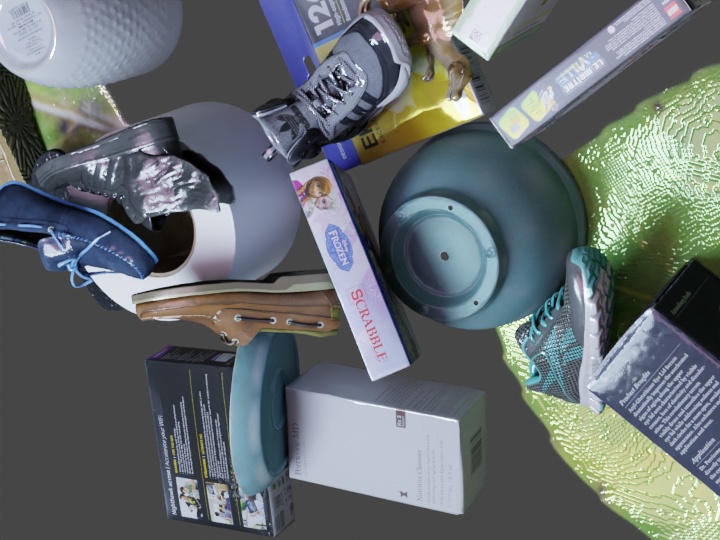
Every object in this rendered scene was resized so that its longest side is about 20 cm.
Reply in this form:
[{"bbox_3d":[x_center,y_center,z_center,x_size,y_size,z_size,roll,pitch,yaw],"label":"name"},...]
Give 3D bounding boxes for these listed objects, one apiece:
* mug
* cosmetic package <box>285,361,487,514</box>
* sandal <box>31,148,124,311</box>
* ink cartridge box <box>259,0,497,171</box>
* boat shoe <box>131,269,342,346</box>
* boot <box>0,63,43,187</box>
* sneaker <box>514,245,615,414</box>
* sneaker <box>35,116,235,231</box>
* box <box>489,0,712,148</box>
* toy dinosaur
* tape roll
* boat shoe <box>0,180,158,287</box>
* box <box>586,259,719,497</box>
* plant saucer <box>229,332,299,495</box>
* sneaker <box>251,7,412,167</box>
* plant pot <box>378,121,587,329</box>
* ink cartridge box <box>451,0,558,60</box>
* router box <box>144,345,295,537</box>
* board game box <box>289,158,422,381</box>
[{"bbox_3d":[-0.310,-0.254,1.434,0.200,0.175,0.148,-4,105,28],"label":"mug"},{"bbox_3d":[0.027,0.171,1.460,0.200,0.081,0.113,6,111,25],"label":"cosmetic package"},{"bbox_3d":[-0.307,-0.049,1.585,0.075,0.048,0.201,-10,114,28],"label":"sandal"},{"bbox_3d":[0.007,-0.210,1.363,0.200,0.047,0.198,-21,95,30],"label":"ink cartridge box"},{"bbox_3d":[-0.116,0.041,1.340,0.200,0.072,0.068,-5,95,-5],"label":"boat shoe"},{"bbox_3d":[-0.464,-0.145,1.617,0.200,0.066,0.175,-10,99,32],"label":"boot"},{"bbox_3d":[0.186,0.057,1.302,0.091,0.078,0.200,8,134,16],"label":"sneaker"},{"bbox_3d":[-0.220,-0.080,1.352,0.200,0.060,0.104,-18,93,27],"label":"sneaker"},{"bbox_3d":[0.213,-0.186,1.226,0.200,0.110,0.035,-37,88,31],"label":"box"},{"bbox_3d":[0.051,-0.242,1.256,0.101,0.058,0.200,-19,93,49],"label":"toy dinosaur"},{"bbox_3d":[-0.180,-0.064,1.453,0.202,0.139,0.203,9,111,25],"label":"tape roll"},{"bbox_3d":[-0.290,-0.023,1.394,0.200,0.069,0.084,18,151,31],"label":"boat shoe"},{"bbox_3d":[0.324,0.105,1.247,0.200,0.148,0.104,40,121,12],"label":"box"},{"bbox_3d":[-0.094,0.131,1.445,0.027,0.200,0.200,2,108,12],"label":"plant saucer"},{"bbox_3d":[-0.030,-0.154,1.271,0.076,0.114,0.200,53,153,6],"label":"sneaker"},{"bbox_3d":[0.098,-0.028,1.325,0.200,0.134,0.201,9,111,24],"label":"plant pot"},{"bbox_3d":[0.164,-0.283,1.197,0.048,0.146,0.200,38,120,8],"label":"ink cartridge box"},{"bbox_3d":[-0.157,0.190,1.578,0.149,0.051,0.200,4,108,28],"label":"router box"},{"bbox_3d":[0.000,0.000,1.336,0.041,0.200,0.200,-22,88,5],"label":"board game box"}]
